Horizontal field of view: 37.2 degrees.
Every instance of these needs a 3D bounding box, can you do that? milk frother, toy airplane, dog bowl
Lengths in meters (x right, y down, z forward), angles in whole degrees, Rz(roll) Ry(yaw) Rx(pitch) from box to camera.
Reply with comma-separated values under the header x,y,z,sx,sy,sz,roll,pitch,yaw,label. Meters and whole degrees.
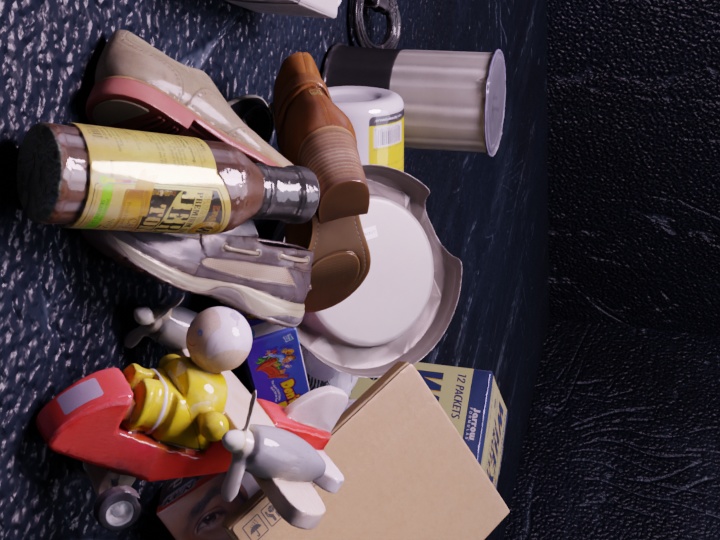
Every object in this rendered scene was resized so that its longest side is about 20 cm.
x,y,z,sx,sy,sz,roll,pitch,yaw,label
0.070,-0.235,1.208,0.180,0.187,0.201,-24,118,-72,milk frother
-0.093,0.092,0.741,0.199,0.199,0.142,-46,151,-66,toy airplane
0.000,0.000,1.028,0.200,0.059,0.201,0,91,-30,dog bowl

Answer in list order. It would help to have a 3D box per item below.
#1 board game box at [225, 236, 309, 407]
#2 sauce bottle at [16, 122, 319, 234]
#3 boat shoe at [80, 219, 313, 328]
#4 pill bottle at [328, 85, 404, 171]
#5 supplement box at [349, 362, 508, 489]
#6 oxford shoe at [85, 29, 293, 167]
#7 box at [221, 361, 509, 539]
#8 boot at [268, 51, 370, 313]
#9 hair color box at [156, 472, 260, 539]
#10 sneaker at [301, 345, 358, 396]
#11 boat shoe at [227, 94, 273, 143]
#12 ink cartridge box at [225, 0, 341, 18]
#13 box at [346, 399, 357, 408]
x,y,z,sx,sy,sz,roll,pitch,yaw,label
-0.079,0.085,0.944,0.135,0.045,0.200,-117,-167,-47,board game box
-0.115,-0.056,0.689,0.200,0.065,0.065,1,96,-39,sauce bottle
-0.112,-0.019,0.774,0.200,0.074,0.074,25,84,-48,boat shoe
-0.011,-0.085,1.118,0.112,0.112,0.201,-48,141,-64,pill bottle
0.068,0.203,1.329,0.200,0.199,0.135,59,40,-64,supplement box
-0.104,-0.104,0.770,0.200,0.070,0.075,33,49,-45,oxford shoe
0.012,0.197,0.849,0.200,0.021,0.164,-40,105,-26,box
-0.047,-0.071,0.916,0.200,0.076,0.156,97,-22,-52,boot
-0.063,0.234,0.876,0.200,0.111,0.064,56,2,-12,hair color box
-0.044,0.085,1.138,0.115,0.075,0.200,-68,162,-47,sneaker
-0.105,-0.083,0.885,0.200,0.062,0.075,-65,153,-52,boat shoe
-0.080,-0.289,0.857,0.200,0.084,0.147,-16,111,-74,ink cartridge box
-0.053,0.225,1.026,0.200,0.112,0.102,-81,169,-56,box
